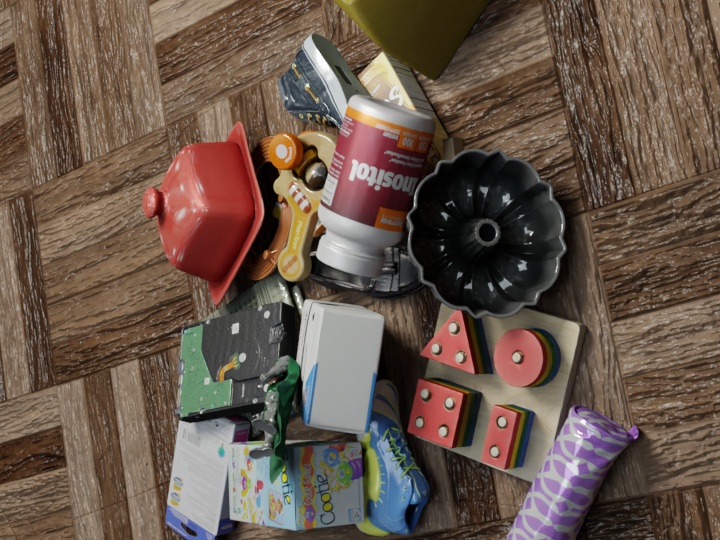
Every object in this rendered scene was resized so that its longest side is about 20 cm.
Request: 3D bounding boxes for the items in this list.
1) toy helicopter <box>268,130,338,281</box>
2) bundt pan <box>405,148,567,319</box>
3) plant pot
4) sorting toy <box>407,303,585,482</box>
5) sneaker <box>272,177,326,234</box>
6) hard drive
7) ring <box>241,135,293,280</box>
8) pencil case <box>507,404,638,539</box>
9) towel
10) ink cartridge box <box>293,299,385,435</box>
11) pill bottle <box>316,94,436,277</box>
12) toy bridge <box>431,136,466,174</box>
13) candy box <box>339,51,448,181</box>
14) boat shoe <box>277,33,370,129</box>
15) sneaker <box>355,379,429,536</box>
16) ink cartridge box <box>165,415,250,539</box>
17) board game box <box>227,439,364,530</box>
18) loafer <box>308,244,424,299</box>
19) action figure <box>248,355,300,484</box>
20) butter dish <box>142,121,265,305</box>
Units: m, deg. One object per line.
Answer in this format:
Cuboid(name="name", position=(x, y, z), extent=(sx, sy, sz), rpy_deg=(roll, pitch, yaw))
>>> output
Cuboid(name="toy helicopter", position=(-0.060, -0.078, 1.592), extent=(0.131, 0.079, 0.203), rpy_deg=(22, 109, 26))
Cuboid(name="bundt pan", position=(0.143, -0.039, 1.477), extent=(0.076, 0.198, 0.206), rpy_deg=(143, 123, -76))
Cuboid(name="plant pot", position=(0.038, -0.390, 1.551), extent=(0.195, 0.199, 0.197), rpy_deg=(48, 114, 28))
Cuboid(name="sorting toy", position=(0.155, 0.137, 1.509), extent=(0.198, 0.069, 0.202), rpy_deg=(16, 96, 36))
Cuboid(name="sneaker", position=(-0.042, -0.095, 1.662), extent=(0.198, 0.074, 0.086), rpy_deg=(12, 99, 36))
Cuboid(name="hard drive", position=(-0.175, 0.131, 1.716), extent=(0.198, 0.038, 0.142), rpy_deg=(-15, 63, 35))
Cuboid(name="ring", position=(-0.140, -0.088, 1.722), extent=(0.200, 0.019, 0.204), rpy_deg=(-18, 69, 60))
Cuboid(name="pencil case", position=(0.243, 0.258, 1.431), extent=(0.084, 0.084, 0.202), rpy_deg=(23, 105, -1))
Cuboid(name="towel", position=(-0.139, 0.123, 1.756), extent=(0.191, 0.034, 0.203), rpy_deg=(-31, 71, 34))
Cuboid(name="ink cartridge box", position=(-0.032, 0.118, 1.569), extent=(0.083, 0.200, 0.147), rpy_deg=(8, 90, -8))
Cuboid(name="pill bottle", position=(0.013, -0.101, 1.491), extent=(0.112, 0.112, 0.203), rpy_deg=(25, 105, 34))
Cuboid(name="toy bridge", position=(0.050, -0.119, 1.560), extent=(0.198, 0.027, 0.069), rpy_deg=(-8, 85, 38))
Cuboid(name="candy box", position=(0.048, -0.170, 1.616), extent=(0.115, 0.055, 0.202), rpy_deg=(-40, 66, 29))
Cuboid(name="boat shoe", position=(-0.038, -0.210, 1.612), extent=(0.091, 0.070, 0.202), rpy_deg=(-48, 55, 29))
Cuboid(name="sneaker", position=(0.050, 0.246, 1.580), extent=(0.104, 0.075, 0.204), rpy_deg=(9, 99, 34))
Cuboid(name="ink cartridge box", position=(-0.224, 0.296, 1.784), extent=(0.118, 0.042, 0.203), rpy_deg=(20, 104, 40))
Cuboid(name="board game box", position=(-0.088, 0.278, 1.615), extent=(0.199, 0.102, 0.107), rpy_deg=(-11, 80, 59))
Cuboid(name="loafer", position=(0.000, 0.000, 1.635), extent=(0.198, 0.063, 0.073), rpy_deg=(1, 88, 36))
Cuboid(name="action figure", position=(-0.105, 0.163, 1.547), extent=(0.054, 0.201, 0.120), rpy_deg=(10, 112, 0))
Cuboid(name="butter dish", position=(-0.234, -0.087, 1.725), extent=(0.201, 0.146, 0.201), rpy_deg=(-57, 37, 40))
